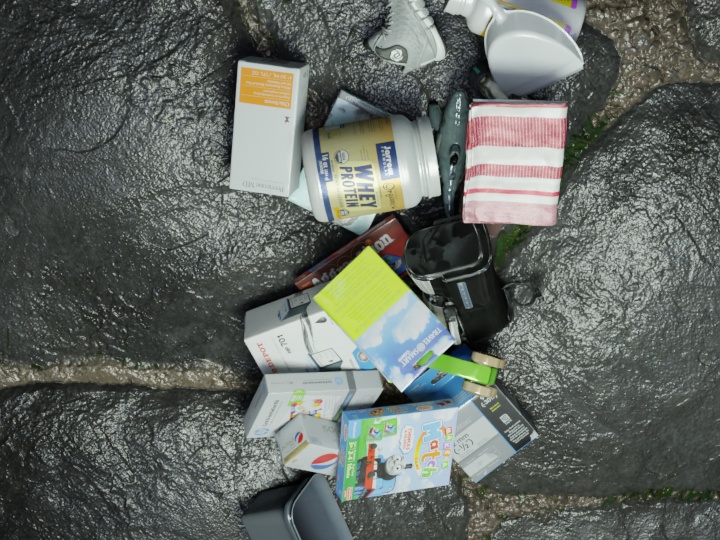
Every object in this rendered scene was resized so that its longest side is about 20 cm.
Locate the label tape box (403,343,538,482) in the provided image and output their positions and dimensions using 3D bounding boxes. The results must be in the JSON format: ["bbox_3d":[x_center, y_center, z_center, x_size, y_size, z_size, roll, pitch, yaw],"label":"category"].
[{"bbox_3d":[0.190,0.246,1.826,0.143,0.066,0.200,-39,107,11],"label":"label tape box"}]

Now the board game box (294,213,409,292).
[{"bbox_3d":[0.000,0.000,1.753,0.199,0.019,0.103,-34,117,9],"label":"board game box"}]

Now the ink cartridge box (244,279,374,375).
[{"bbox_3d":[-0.074,0.111,1.746,0.199,0.086,0.147,-21,122,8],"label":"ink cartridge box"}]

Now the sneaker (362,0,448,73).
[{"bbox_3d":[0.044,-0.389,1.607,0.115,0.075,0.201,-26,108,10],"label":"sneaker"}]

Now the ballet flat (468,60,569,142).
[{"bbox_3d":[0.251,-0.252,1.659,0.200,0.073,0.073,37,104,-13],"label":"ballet flat"}]

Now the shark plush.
[{"bbox_3d":[0.137,-0.186,1.665,0.090,0.083,0.201,15,104,-6],"label":"shark plush"}]

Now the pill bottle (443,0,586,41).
[{"bbox_3d":[0.230,-0.393,1.592,0.199,0.104,0.105,18,107,-7],"label":"pill bottle"}]

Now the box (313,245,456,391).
[{"bbox_3d":[0.038,0.075,1.627,0.122,0.048,0.200,-43,79,-2],"label":"box"}]

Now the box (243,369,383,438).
[{"bbox_3d":[-0.080,0.221,1.752,0.199,0.041,0.156,1,145,-22],"label":"box"}]

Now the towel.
[{"bbox_3d":[0.224,-0.154,1.547,0.143,0.023,0.201,1,124,2],"label":"towel"}]

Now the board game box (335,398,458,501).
[{"bbox_3d":[0.061,0.297,1.756,0.199,0.037,0.152,-4,112,-23],"label":"board game box"}]

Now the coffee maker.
[{"bbox_3d":[0.175,0.006,1.675,0.191,0.135,0.200,-31,145,-6],"label":"coffee maker"}]

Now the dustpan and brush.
[{"bbox_3d":[0.218,-0.347,1.536,0.139,0.058,0.200,-20,137,39],"label":"dustpan and brush"}]

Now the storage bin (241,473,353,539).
[{"bbox_3d":[-0.109,0.464,1.867,0.134,0.146,0.201,-11,111,31],"label":"storage bin"}]

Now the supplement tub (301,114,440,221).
[{"bbox_3d":[0.017,-0.159,1.623,0.198,0.145,0.145,-10,109,2],"label":"supplement tub"}]

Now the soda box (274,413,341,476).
[{"bbox_3d":[-0.046,0.301,1.784,0.199,0.064,0.068,22,124,-43],"label":"soda box"}]

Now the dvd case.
[{"bbox_3d":[-0.013,-0.172,1.705,0.145,0.022,0.201,26,105,-9],"label":"dvd case"}]

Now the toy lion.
[{"bbox_3d":[0.133,0.149,1.715,0.190,0.200,0.069,15,87,12],"label":"toy lion"}]

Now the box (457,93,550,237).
[{"bbox_3d":[0.220,-0.160,1.635,0.074,0.101,0.201,18,134,-7],"label":"box"}]

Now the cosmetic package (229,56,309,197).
[{"bbox_3d":[-0.143,-0.225,1.649,0.101,0.071,0.201,8,108,8],"label":"cosmetic package"}]
